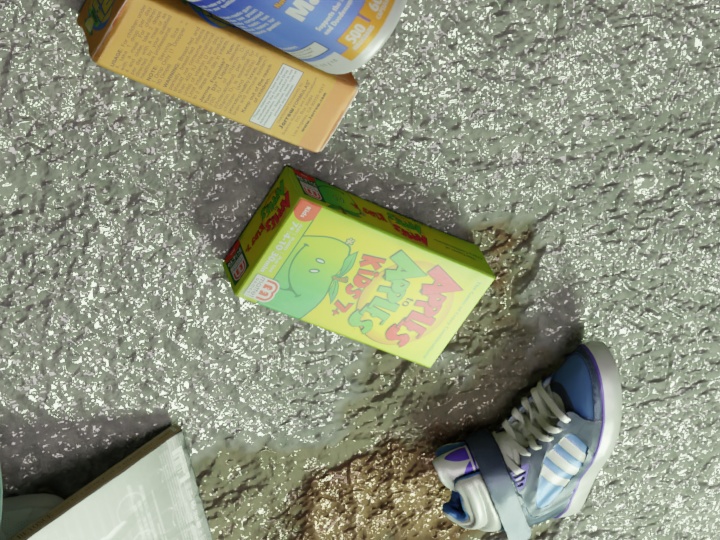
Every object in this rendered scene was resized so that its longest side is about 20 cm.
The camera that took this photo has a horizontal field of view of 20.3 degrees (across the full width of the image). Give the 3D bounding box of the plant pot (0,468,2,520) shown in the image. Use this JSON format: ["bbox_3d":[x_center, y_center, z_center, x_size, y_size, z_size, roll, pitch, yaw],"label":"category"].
[{"bbox_3d":[-0.390,0.176,1.542,0.134,0.201,0.200,-4,135,27],"label":"plant pot"}]

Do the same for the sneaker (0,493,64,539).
[{"bbox_3d":[-0.325,0.262,1.656,0.199,0.116,0.074,-20,127,-7],"label":"sneaker"}]

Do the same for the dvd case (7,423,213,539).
[{"bbox_3d":[-0.216,0.238,1.691,0.200,0.016,0.149,-35,134,-27],"label":"dvd case"}]

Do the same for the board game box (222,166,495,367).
[{"bbox_3d":[0.000,0.000,1.629,0.199,0.048,0.102,22,114,-31],"label":"board game box"}]

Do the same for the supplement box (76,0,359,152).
[{"bbox_3d":[-0.103,-0.157,1.466,0.199,0.067,0.069,18,116,-31],"label":"supplement box"}]

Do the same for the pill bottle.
[{"bbox_3d":[-0.071,-0.225,1.399,0.199,0.112,0.112,24,113,-33],"label":"pill bottle"}]

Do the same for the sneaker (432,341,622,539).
[{"bbox_3d":[0.139,0.153,1.769,0.146,0.081,0.201,-5,131,-22],"label":"sneaker"}]
